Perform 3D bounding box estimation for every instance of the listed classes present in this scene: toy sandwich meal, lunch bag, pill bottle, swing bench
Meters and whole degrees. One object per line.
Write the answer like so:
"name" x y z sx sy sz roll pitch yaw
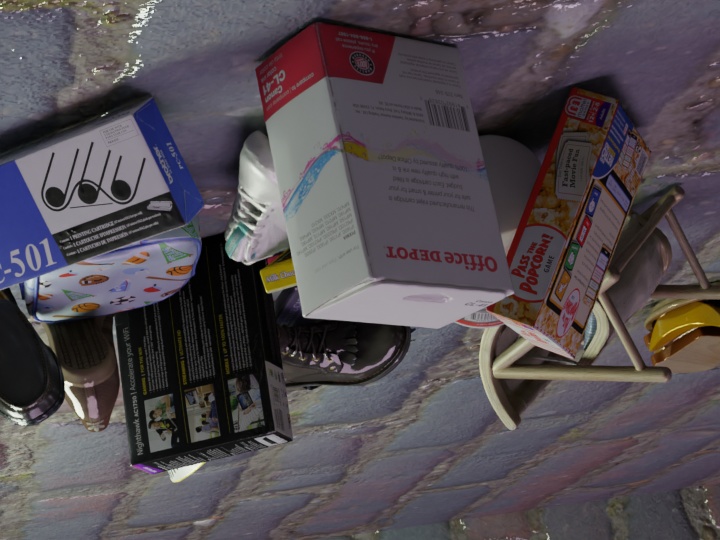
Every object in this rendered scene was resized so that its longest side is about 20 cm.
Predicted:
"toy sandwich meal" 0.446 0.070 2.202 0.204 0.071 0.205 -9 163 -3
"lunch bag" -0.222 -0.017 1.497 0.159 0.076 0.200 -10 164 -15
"pill bottle" 0.113 -0.035 1.573 0.115 0.116 0.200 -9 157 -4
"swing bench" 0.232 0.038 1.739 0.199 0.130 0.199 -21 -166 38

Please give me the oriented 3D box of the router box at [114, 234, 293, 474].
"router box" -0.151 0.076 1.640 0.148 0.201 0.051 -14 161 15

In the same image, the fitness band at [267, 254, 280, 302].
"fitness band" -0.023 0.010 1.787 0.199 0.038 0.144 -9 163 -8

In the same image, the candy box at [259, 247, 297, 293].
"candy box" -0.010 -0.028 1.540 0.102 0.027 0.200 -14 -170 19

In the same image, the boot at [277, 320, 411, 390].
"boot" -0.067 0.074 1.738 0.199 0.070 0.174 -17 160 23

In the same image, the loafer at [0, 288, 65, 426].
"loafer" -0.317 0.057 1.513 0.073 0.200 0.072 -35 137 -11

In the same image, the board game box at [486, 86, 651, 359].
"board game box" 0.181 -0.036 1.489 0.046 0.201 0.151 19 174 23

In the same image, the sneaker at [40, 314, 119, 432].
"sneaker" -0.257 0.072 1.601 0.070 0.200 0.076 -6 118 -7

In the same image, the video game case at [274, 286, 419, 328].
"video game case" 0.007 0.033 1.792 0.199 0.019 0.143 -3 158 -19

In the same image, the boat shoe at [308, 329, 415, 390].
"boat shoe" 0.020 0.073 1.942 0.199 0.062 0.075 -20 158 -4

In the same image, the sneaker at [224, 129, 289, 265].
"sneaker" -0.080 -0.047 1.450 0.088 0.075 0.200 -43 166 -8

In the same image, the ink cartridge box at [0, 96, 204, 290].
"ink cartridge box" -0.229 -0.054 1.345 0.199 0.094 0.044 -18 -163 24

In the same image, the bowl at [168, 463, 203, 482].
"bowl" -0.174 0.125 1.913 0.094 0.201 0.201 41 145 -10

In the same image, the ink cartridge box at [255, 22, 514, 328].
"ink cartridge box" 0.017 -0.067 1.274 0.147 0.201 0.085 6 157 -42
